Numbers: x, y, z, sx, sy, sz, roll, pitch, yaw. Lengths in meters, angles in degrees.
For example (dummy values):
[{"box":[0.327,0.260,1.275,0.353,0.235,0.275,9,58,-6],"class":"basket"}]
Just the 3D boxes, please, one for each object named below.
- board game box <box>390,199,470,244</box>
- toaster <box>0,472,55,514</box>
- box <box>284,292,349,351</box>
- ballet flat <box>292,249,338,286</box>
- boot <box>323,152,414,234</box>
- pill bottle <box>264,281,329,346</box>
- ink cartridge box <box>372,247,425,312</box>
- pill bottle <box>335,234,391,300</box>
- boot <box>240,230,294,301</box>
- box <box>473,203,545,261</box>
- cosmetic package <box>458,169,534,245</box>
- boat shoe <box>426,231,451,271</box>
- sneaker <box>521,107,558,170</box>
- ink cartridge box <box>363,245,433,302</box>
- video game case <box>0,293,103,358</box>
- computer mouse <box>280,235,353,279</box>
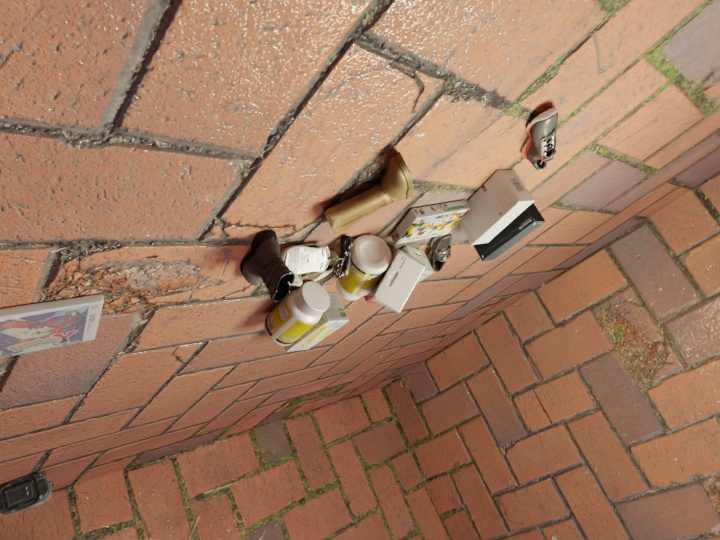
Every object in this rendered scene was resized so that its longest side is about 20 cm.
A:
[{"box":[0.193,-0.133,1.409,0.199,0.035,0.126,-13,157,-32],"class":"board game box"},{"box":[-1.269,0.848,1.937,0.199,0.114,0.129,-18,161,-26],"class":"toaster"},{"box":[-0.155,0.164,1.621,0.200,0.102,0.112,-37,158,27],"class":"box"},{"box":[-0.144,0.004,1.299,0.199,0.063,0.068,-22,160,-11],"class":"ballet flat"},{"box":[0.015,-0.155,1.097,0.199,0.066,0.175,-25,160,1],"class":"boot"},{"box":[-0.181,0.123,1.471,0.114,0.115,0.200,-3,150,-47],"class":"pill bottle"},{"box":[0.100,0.021,1.404,0.146,0.084,0.200,-61,-178,5],"class":"ink cartridge box"},{"box":[0.000,0.000,1.390,0.112,0.113,0.200,-15,157,-28],"class":"pill bottle"},{"box":[-0.210,0.016,1.147,0.069,0.132,0.200,-16,158,-26],"class":"boot"},{"box":[0.412,-0.140,1.504,0.079,0.142,0.200,-3,150,-46],"class":"box"},{"box":[0.363,-0.171,1.414,0.081,0.113,0.200,-10,152,-38],"class":"cosmetic package"},{"box":[0.259,-0.060,1.626,0.073,0.065,0.200,-21,158,-10],"class":"boat shoe"},{"box":[0.442,-0.306,1.218,0.077,0.082,0.200,-27,160,2],"class":"sneaker"},{"box":[0.110,0.018,1.608,0.199,0.084,0.145,-36,158,23],"class":"ink cartridge box"},{"box":[-0.635,0.115,1.033,0.199,0.023,0.182,-10,154,-38],"class":"video game case"},{"box":[-0.110,-0.033,1.247,0.199,0.044,0.111,0,106,-34],"class":"computer mouse"}]
